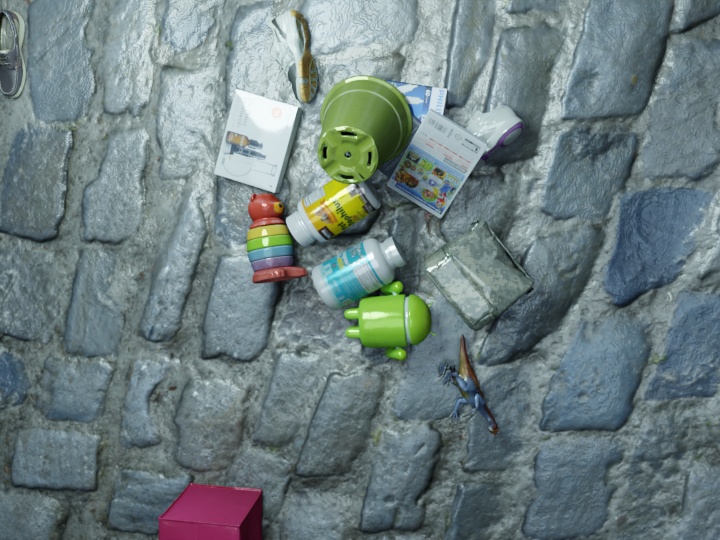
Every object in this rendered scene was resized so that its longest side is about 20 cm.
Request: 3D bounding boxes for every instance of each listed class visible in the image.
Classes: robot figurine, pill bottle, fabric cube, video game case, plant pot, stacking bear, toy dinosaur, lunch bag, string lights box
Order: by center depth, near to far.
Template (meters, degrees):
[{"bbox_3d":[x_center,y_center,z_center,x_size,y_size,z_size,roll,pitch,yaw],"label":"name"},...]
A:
[{"bbox_3d":[-0.006,-0.267,1.422,0.200,0.190,0.200,6,124,9],"label":"plant pot"},{"bbox_3d":[0.161,-0.226,1.501,0.143,0.018,0.200,32,124,1],"label":"video game case"},{"bbox_3d":[0.257,0.009,1.514,0.168,0.139,0.200,-38,91,12],"label":"lunch bag"},{"bbox_3d":[0.068,-0.284,1.518,0.200,0.019,0.143,41,122,-13],"label":"video game case"},{"bbox_3d":[0.085,-0.358,1.532,0.200,0.059,0.103,9,102,8],"label":"string lights box"},{"bbox_3d":[-0.063,-0.137,1.559,0.200,0.109,0.109,-32,92,11],"label":"pill bottle"},{"bbox_3d":[0.000,0.000,1.567,0.200,0.111,0.111,-28,93,10],"label":"pill bottle"},{"bbox_3d":[0.067,0.113,1.568,0.200,0.116,0.176,-4,89,9],"label":"robot figurine"},{"bbox_3d":[0.260,0.281,1.580,0.181,0.105,0.200,33,89,-17],"label":"toy dinosaur"},{"bbox_3d":[-0.206,-0.077,1.592,0.114,0.121,0.200,-12,86,36],"label":"stacking bear"},{"bbox_3d":[-0.351,0.644,1.661,0.200,0.196,0.200,2,98,9],"label":"fabric cube"}]

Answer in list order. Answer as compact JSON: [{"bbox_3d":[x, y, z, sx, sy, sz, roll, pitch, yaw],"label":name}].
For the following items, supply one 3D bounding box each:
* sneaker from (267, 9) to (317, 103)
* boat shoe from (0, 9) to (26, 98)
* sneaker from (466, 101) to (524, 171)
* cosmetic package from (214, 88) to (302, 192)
[{"bbox_3d":[-0.154,-0.468,1.558,0.088,0.076,0.200,-7,93,25],"label":"sneaker"},{"bbox_3d":[-0.833,-0.510,1.649,0.072,0.065,0.200,9,99,6],"label":"boat shoe"},{"bbox_3d":[0.253,-0.283,1.523,0.200,0.075,0.100,-35,67,14],"label":"sneaker"},{"bbox_3d":[-0.233,-0.293,1.595,0.151,0.052,0.200,17,100,3],"label":"cosmetic package"}]
